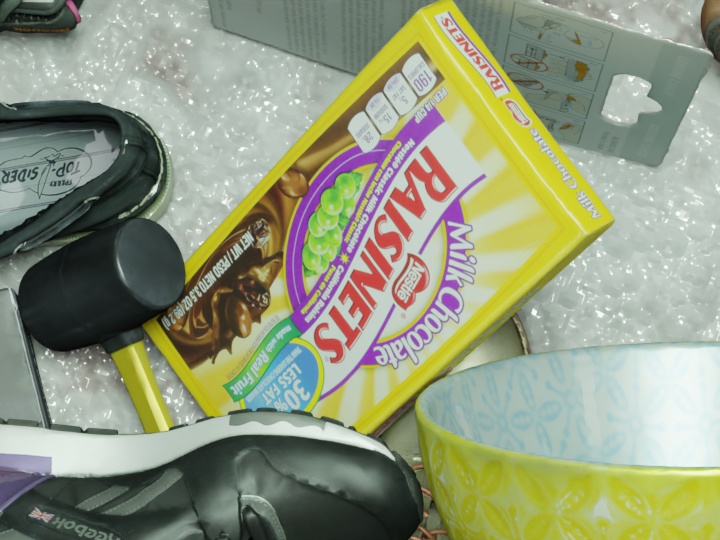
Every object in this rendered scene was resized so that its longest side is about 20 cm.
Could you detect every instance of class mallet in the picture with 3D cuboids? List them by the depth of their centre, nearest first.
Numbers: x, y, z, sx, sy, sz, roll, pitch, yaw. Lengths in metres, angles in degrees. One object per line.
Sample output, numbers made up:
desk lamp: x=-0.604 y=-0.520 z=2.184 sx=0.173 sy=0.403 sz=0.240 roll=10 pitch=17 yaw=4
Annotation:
mallet: x=-0.065 y=0.075 z=0.921 sx=0.066 sy=0.041 sz=0.201 roll=-32 pitch=83 yaw=38

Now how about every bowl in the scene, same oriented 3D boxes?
bowl: x=0.119 y=0.096 z=0.843 sx=0.198 sy=0.200 sz=0.109 roll=-3 pitch=100 yaw=0

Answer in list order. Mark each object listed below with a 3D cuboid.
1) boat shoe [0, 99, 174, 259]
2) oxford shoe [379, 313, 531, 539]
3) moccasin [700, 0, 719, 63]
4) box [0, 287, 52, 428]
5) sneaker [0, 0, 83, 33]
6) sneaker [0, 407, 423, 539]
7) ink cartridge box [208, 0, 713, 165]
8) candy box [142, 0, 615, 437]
boat shoe: x=-0.175 y=-0.030 z=0.942 sx=0.198 sy=0.066 sz=0.075 roll=-6 pitch=79 yaw=0
oxford shoe: x=0.034 y=0.101 z=0.909 sx=0.070 sy=0.074 sz=0.202 roll=5 pitch=78 yaw=4
moccasin: x=0.236 y=-0.111 z=0.952 sx=0.200 sy=0.074 sz=0.078 roll=-6 pitch=69 yaw=2
box: x=-0.212 y=0.103 z=0.932 sx=0.198 sy=0.036 sz=0.144 roll=-16 pitch=79 yaw=-1
sneaker: x=-0.152 y=-0.129 z=0.960 sx=0.199 sy=0.080 sz=0.087 roll=-29 pitch=90 yaw=1
sneaker: x=-0.075 y=0.107 z=0.857 sx=0.198 sy=0.076 sz=0.088 roll=-3 pitch=50 yaw=15
ink cartridge box: x=0.035 y=-0.109 z=0.907 sx=0.199 sy=0.162 sz=0.050 roll=16 pitch=78 yaw=4
candy box: x=0.000 y=0.000 z=0.890 sx=0.102 sy=0.200 sz=0.026 roll=52 pitch=38 yaw=9
